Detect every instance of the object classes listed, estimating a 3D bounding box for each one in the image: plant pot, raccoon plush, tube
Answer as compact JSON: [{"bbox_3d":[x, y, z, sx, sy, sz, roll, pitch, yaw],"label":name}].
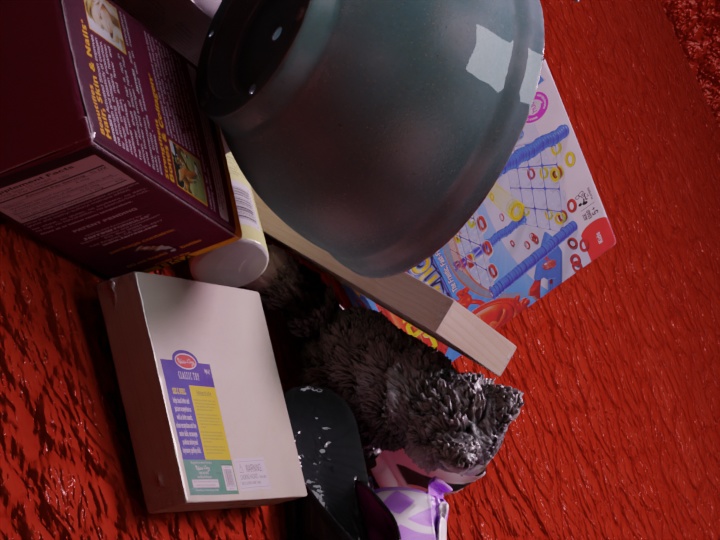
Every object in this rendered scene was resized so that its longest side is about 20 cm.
[{"bbox_3d":[-0.009,-0.114,1.427,0.134,0.200,0.201,27,39,-28],"label":"plant pot"},{"bbox_3d":[0.010,0.068,1.634,0.200,0.134,0.097,34,77,-28],"label":"raccoon plush"},{"bbox_3d":[-0.102,-0.079,1.610,0.058,0.052,0.201,112,-29,-48],"label":"tube"}]

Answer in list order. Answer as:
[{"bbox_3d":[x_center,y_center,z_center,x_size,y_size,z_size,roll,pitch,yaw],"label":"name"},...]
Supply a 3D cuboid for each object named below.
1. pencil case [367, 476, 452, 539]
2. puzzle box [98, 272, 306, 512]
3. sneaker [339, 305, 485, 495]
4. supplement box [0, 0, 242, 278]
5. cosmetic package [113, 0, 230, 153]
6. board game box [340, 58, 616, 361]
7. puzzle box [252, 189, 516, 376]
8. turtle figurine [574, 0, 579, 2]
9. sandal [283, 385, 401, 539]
[{"bbox_3d":[0.037,0.236,1.622,0.084,0.085,0.201,40,35,-57],"label":"pencil case"},{"bbox_3d":[-0.090,0.073,1.463,0.200,0.025,0.134,14,62,-71],"label":"puzzle box"},{"bbox_3d":[0.024,0.088,1.764,0.200,0.080,0.074,56,23,-37],"label":"sneaker"},{"bbox_3d":[-0.150,-0.078,1.369,0.200,0.085,0.111,35,38,-65],"label":"supplement box"},{"bbox_3d":[-0.121,-0.148,1.494,0.200,0.082,0.051,41,32,-43],"label":"cosmetic package"},{"bbox_3d":[0.072,-0.043,1.824,0.056,0.196,0.200,45,-13,46],"label":"board game box"},{"bbox_3d":[0.000,0.000,1.654,0.200,0.025,0.133,31,-1,25],"label":"puzzle box"},{"bbox_3d":[0.051,-0.263,2.149,0.144,0.199,0.195,120,-46,-65],"label":"turtle figurine"},{"bbox_3d":[-0.011,0.159,1.574,0.075,0.048,0.201,-2,61,-32],"label":"sandal"}]
